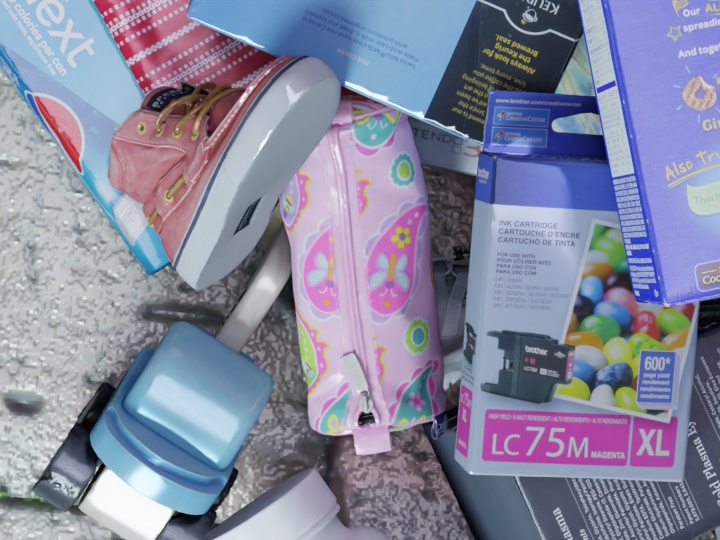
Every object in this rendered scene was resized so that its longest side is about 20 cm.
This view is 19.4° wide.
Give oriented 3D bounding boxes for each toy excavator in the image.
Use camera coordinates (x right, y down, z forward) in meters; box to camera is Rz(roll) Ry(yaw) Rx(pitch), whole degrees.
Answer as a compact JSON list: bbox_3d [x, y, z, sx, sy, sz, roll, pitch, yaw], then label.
[{"bbox_3d":[-0.084,0.055,1.245,0.100,0.194,0.200,35,110,-6],"label":"toy excavator"}]

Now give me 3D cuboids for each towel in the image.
[{"bbox_3d":[-0.081,-0.169,1.236,0.145,0.022,0.200,-29,91,-3],"label":"towel"}]

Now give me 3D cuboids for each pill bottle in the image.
[{"bbox_3d":[-0.007,0.222,1.250,0.111,0.111,0.200,-33,93,-10],"label":"pill bottle"}]

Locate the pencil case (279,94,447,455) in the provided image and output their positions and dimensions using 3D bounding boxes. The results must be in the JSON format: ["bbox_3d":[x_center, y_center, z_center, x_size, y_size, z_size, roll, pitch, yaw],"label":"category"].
[{"bbox_3d":[0.000,0.000,1.211,0.087,0.087,0.200,-7,100,-10],"label":"pencil case"}]

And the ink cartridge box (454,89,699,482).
[{"bbox_3d":[0.117,0.009,1.102,0.119,0.042,0.200,3,94,-10],"label":"ink cartridge box"}]

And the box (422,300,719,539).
[{"bbox_3d":[0.155,0.100,1.239,0.182,0.200,0.104,-26,93,-11],"label":"box"}]

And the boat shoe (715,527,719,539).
[{"bbox_3d":[0.296,0.204,1.330,0.064,0.071,0.200,-27,82,-43],"label":"boat shoe"}]

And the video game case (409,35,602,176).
[{"bbox_3d":[0.072,-0.156,1.242,0.182,0.022,0.200,12,103,15],"label":"video game case"}]

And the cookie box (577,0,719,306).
[{"bbox_3d":[0.205,-0.096,1.051,0.171,0.075,0.200,-11,91,-6],"label":"cookie box"}]

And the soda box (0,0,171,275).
[{"bbox_3d":[-0.156,-0.097,1.269,0.068,0.064,0.200,-35,92,-10],"label":"soda box"}]

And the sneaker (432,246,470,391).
[{"bbox_3d":[0.067,0.015,1.292,0.200,0.075,0.082,-32,94,-9],"label":"sneaker"}]

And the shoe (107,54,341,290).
[{"bbox_3d":[-0.082,-0.073,1.149,0.071,0.200,0.091,-35,78,-33],"label":"shoe"}]

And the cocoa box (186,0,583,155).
[{"bbox_3d":[0.025,-0.167,1.153,0.200,0.133,0.131,23,107,-3],"label":"cocoa box"}]
